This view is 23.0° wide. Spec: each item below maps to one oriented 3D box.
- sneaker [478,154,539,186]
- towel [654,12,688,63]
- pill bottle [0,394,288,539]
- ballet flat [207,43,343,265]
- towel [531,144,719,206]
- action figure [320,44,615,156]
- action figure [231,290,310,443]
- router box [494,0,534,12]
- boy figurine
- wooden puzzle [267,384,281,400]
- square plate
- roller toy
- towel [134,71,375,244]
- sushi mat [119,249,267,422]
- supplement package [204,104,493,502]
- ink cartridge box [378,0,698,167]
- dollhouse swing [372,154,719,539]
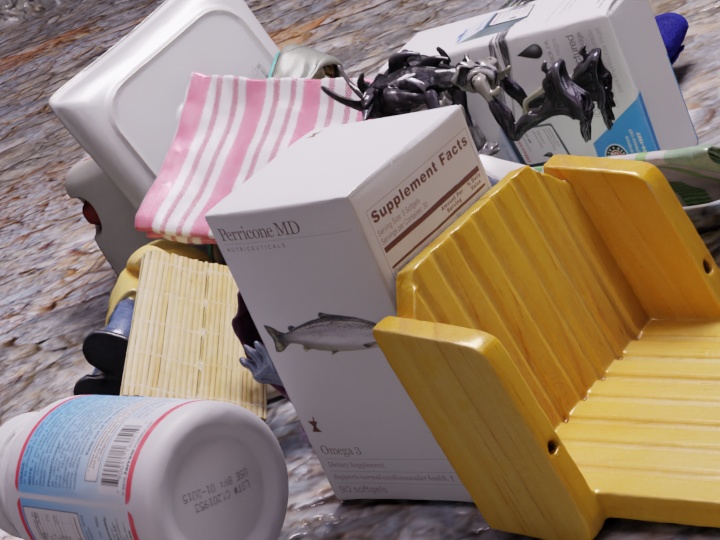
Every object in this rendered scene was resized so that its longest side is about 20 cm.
[{"bbox_3d":[0.071,0.015,1.178,0.199,0.079,0.130,122,163,-73],"label":"sneaker"},{"bbox_3d":[0.190,-0.142,1.499,0.148,0.050,0.200,-18,20,36],"label":"towel"},{"bbox_3d":[-0.145,0.130,1.079,0.200,0.109,0.109,-2,29,47],"label":"pill bottle"},{"bbox_3d":[-0.063,-0.091,1.422,0.064,0.067,0.200,14,70,15],"label":"ballet flat"},{"bbox_3d":[0.186,-0.056,1.200,0.200,0.023,0.152,-5,-8,41],"label":"towel"},{"bbox_3d":[0.075,-0.110,1.272,0.200,0.102,0.119,0,23,23],"label":"action figure"},{"bbox_3d":[0.000,0.000,1.199,0.134,0.149,0.200,-39,-4,33],"label":"action figure"},{"bbox_3d":[0.131,-0.193,1.553,0.200,0.062,0.150,-37,8,48],"label":"router box"},{"bbox_3d":[-0.163,0.038,1.346,0.064,0.124,0.200,17,26,2],"label":"boy figurine"},{"bbox_3d":[-0.058,0.031,1.328,0.185,0.046,0.200,-19,20,13],"label":"wooden puzzle"},{"bbox_3d":[-0.121,-0.122,1.456,0.198,0.200,0.028,-45,15,-25],"label":"square plate"},{"bbox_3d":[-0.154,-0.068,1.555,0.200,0.140,0.182,-22,12,37],"label":"roller toy"},{"bbox_3d":[-0.070,-0.086,1.356,0.200,0.030,0.147,5,66,31],"label":"towel"},{"bbox_3d":[-0.110,0.043,1.216,0.096,0.012,0.200,13,28,-9],"label":"sushi mat"},{"bbox_3d":[0.020,0.022,1.030,0.117,0.200,0.117,-6,26,43],"label":"supplement package"},{"bbox_3d":[0.136,-0.125,1.356,0.200,0.147,0.086,-11,23,32],"label":"ink cartridge box"},{"bbox_3d":[0.155,0.028,0.938,0.176,0.182,0.200,-20,16,47],"label":"dollhouse swing"}]
